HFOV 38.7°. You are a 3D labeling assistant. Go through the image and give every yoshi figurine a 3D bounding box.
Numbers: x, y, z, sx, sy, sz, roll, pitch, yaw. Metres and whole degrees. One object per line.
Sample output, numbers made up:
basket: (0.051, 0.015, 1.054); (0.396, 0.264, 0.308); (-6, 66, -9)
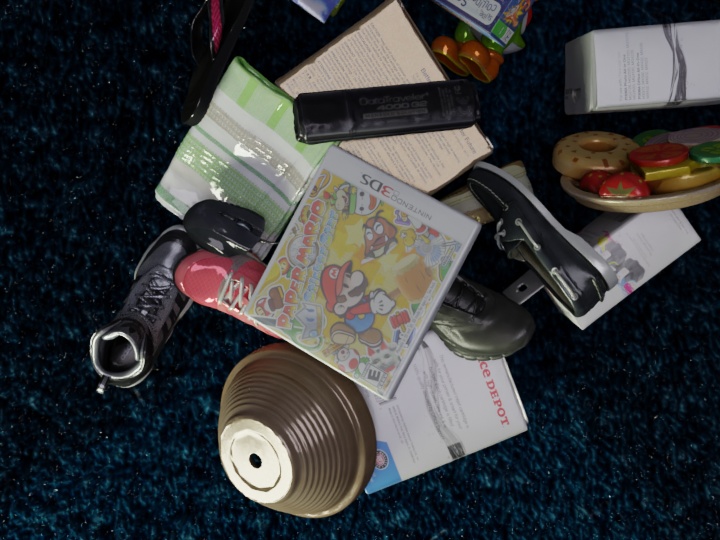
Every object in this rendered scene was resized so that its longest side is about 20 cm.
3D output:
yoshi figurine: (0.151, -0.313, 1.107); (0.112, 0.112, 0.201); (33, 87, 7)

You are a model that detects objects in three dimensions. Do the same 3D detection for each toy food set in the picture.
toy food set: (0.308, -0.114, 1.083); (0.195, 0.200, 0.049); (-10, 110, 4)

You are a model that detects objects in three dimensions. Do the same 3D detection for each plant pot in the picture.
plant pot: (-0.088, 0.189, 1.115); (0.198, 0.092, 0.204); (12, 113, 29)

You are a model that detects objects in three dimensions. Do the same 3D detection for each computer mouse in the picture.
computer mouse: (-0.099, -0.037, 1.100); (0.197, 0.034, 0.059); (14, 54, 10)

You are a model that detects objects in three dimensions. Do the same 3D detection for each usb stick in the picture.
usb stick: (0.027, -0.166, 1.065); (0.197, 0.033, 0.056); (-7, 77, -10)

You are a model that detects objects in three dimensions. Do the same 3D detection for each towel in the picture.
towel: (-0.128, -0.111, 1.121); (0.148, 0.031, 0.201); (36, 121, -3)

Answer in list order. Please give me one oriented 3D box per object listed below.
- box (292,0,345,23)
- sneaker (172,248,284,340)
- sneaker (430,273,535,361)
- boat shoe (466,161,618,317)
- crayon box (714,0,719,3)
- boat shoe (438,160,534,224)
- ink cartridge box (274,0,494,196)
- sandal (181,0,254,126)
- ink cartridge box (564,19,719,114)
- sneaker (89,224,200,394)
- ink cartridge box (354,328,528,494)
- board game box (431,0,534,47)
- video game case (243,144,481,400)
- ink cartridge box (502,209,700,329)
box: (-0.035, -0.377, 1.111); (0.121, 0.048, 0.202); (32, 83, -3)
sneaker: (-0.108, 0.029, 1.123); (0.198, 0.087, 0.075); (19, 106, -19)
sneaker: (0.088, 0.031, 1.078); (0.198, 0.091, 0.077); (17, 63, 24)
boat shoe: (0.174, -0.035, 1.060); (0.060, 0.076, 0.200); (-43, 62, -6)
crayon box: (0.404, -0.396, 1.123); (0.198, 0.058, 0.175); (25, 94, -3)
boat shoe: (0.107, -0.051, 1.147); (0.198, 0.074, 0.067); (-29, 90, 2)
ink cartridge box: (0.026, -0.169, 1.134); (0.164, 0.075, 0.201); (-33, 94, 3)
sandal: (-0.159, -0.254, 1.101); (0.045, 0.075, 0.203); (26, 73, -24)
ink cartridge box: (0.327, -0.217, 1.096); (0.196, 0.145, 0.085); (-4, 97, 0)
sneaker: (-0.237, 0.047, 1.135); (0.075, 0.114, 0.202); (26, 95, -3)
ink cartridge box: (0.072, 0.141, 1.160); (0.197, 0.084, 0.147); (-21, 95, 2)
board game box: (0.115, -0.339, 1.071); (0.200, 0.034, 0.136); (44, 105, 37)
video game case: (0.000, 0.000, 1.051); (0.180, 0.023, 0.202); (29, 92, 15)
ink cartridge box: (0.261, -0.004, 1.131); (0.199, 0.115, 0.068); (-37, 95, 4)
